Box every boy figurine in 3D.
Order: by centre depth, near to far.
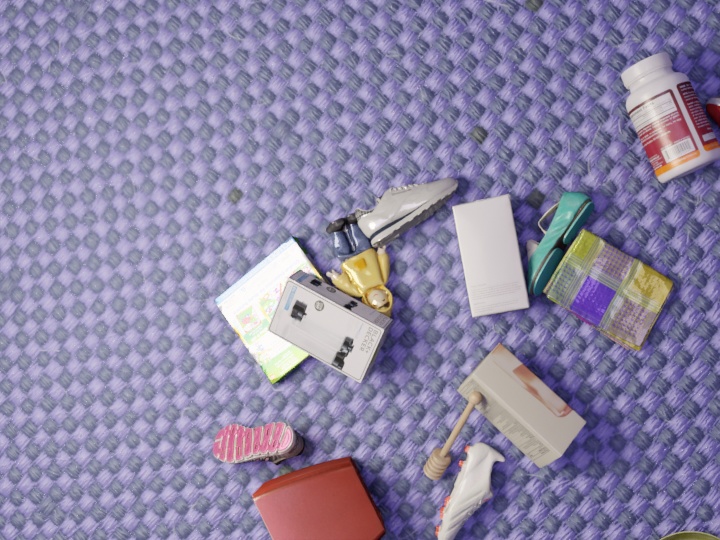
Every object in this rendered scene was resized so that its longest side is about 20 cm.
[{"bbox_3d":[0.000,0.000,1.565,0.123,0.064,0.202,-19,80,-15],"label":"boy figurine"}]

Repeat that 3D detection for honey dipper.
[{"bbox_3d":[0.165,0.289,1.498,0.038,0.038,0.201,31,123,10],"label":"honey dipper"}]

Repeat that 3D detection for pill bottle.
[{"bbox_3d":[0.526,-0.262,1.459,0.112,0.113,0.202,-23,84,9],"label":"pill bottle"}]

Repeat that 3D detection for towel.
[{"bbox_3d":[0.438,0.034,1.496,0.199,0.023,0.145,32,94,0],"label":"towel"}]

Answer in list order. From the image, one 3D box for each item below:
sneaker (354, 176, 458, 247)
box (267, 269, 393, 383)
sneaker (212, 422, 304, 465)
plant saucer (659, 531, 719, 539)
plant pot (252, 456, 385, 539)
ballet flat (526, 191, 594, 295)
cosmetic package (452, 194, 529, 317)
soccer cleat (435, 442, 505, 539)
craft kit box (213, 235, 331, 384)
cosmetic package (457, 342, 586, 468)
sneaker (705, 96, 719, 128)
[{"bbox_3d":[0.086,-0.124,1.544,0.199,0.077,0.081,-30,75,-10],"label":"sneaker"},{"bbox_3d":[-0.054,0.098,1.525,0.198,0.060,0.118,29,110,9],"label":"box"},{"bbox_3d":[-0.186,0.328,1.591,0.198,0.087,0.075,-13,58,30],"label":"sneaker"},{"bbox_3d":[0.569,0.546,1.464,0.197,0.031,0.203,0,88,10],"label":"plant saucer"},{"bbox_3d":[-0.061,0.436,1.513,0.175,0.200,0.202,-27,83,-4],"label":"plant pot"},{"bbox_3d":[0.338,-0.053,1.519,0.070,0.067,0.201,33,94,34],"label":"ballet flat"},{"bbox_3d":[0.233,-0.024,1.519,0.106,0.085,0.203,-9,86,9],"label":"cosmetic package"},{"bbox_3d":[0.193,0.407,1.522,0.077,0.069,0.202,22,89,7],"label":"soccer cleat"},{"bbox_3d":[-0.142,0.075,1.607,0.199,0.048,0.198,-38,80,7],"label":"craft kit box"},{"bbox_3d":[0.277,0.235,1.482,0.200,0.104,0.087,44,65,8],"label":"cosmetic package"},{"bbox_3d":[0.651,-0.200,1.455,0.199,0.071,0.113,39,92,7],"label":"sneaker"}]
